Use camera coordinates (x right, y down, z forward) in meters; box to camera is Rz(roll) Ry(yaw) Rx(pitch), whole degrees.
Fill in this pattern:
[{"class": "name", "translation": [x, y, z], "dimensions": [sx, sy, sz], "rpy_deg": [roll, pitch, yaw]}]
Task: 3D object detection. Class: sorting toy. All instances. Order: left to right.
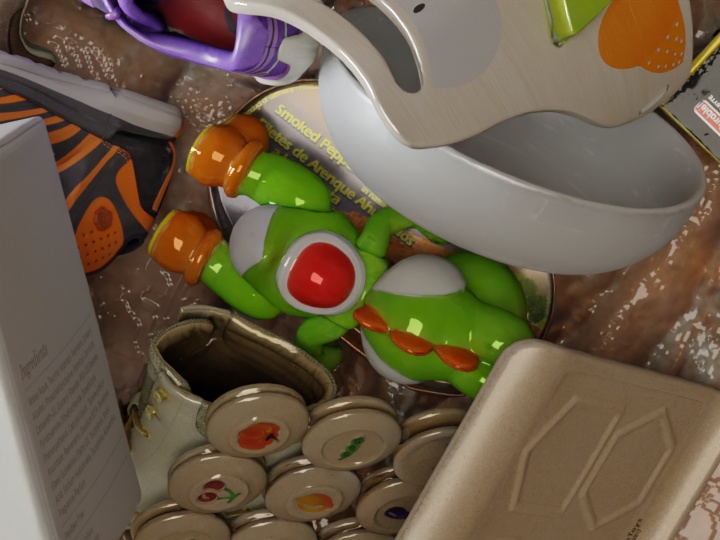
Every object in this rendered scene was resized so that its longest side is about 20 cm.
[{"class": "sorting toy", "translation": [0.036, -0.134, 1.105], "dimensions": [0.200, 0.180, 0.107], "rpy_deg": [39, 145, 19]}, {"class": "sorting toy", "translation": [0.091, 0.125, 1.204], "dimensions": [0.036, 0.200, 0.186], "rpy_deg": [37, 102, 38]}]

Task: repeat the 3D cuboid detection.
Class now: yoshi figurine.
[{"class": "yoshi figurine", "translation": [0.003, 0.003, 1.200], "dimensions": [0.199, 0.113, 0.112], "rpy_deg": [29, 57, 14]}]

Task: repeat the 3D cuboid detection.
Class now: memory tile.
[{"class": "memory tile", "translation": [-0.036, 0.125, 1.204], "dimensions": [0.152, 0.017, 0.200], "rpy_deg": [9, 138, -26]}]

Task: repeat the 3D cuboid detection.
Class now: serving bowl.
[{"class": "serving bowl", "translation": [0.066, -0.054, 1.161], "dimensions": [0.199, 0.200, 0.066], "rpy_deg": [24, 113, 2]}]

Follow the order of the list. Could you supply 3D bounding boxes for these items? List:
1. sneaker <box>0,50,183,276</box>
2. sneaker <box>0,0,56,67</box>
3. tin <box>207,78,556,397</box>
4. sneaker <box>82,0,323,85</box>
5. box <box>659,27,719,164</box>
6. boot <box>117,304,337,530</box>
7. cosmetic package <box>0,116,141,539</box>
[{"class": "sneaker", "translation": [-0.185, -0.051, 1.199], "dimensions": [0.199, 0.077, 0.113], "rpy_deg": [15, 89, -28]}, {"class": "sneaker", "translation": [-0.171, -0.199, 1.234], "dimensions": [0.075, 0.070, 0.201], "rpy_deg": [14, 105, -13]}, {"class": "tin", "translation": [0.013, -0.019, 1.247], "dimensions": [0.200, 0.042, 0.112], "rpy_deg": [38, 104, -1]}, {"class": "sneaker", "translation": [-0.110, -0.153, 1.145], "dimensions": [0.199, 0.083, 0.081], "rpy_deg": [27, 107, 21]}, {"class": "box", "translation": [0.274, -0.076, 1.207], "dimensions": [0.200, 0.049, 0.160], "rpy_deg": [44, 98, -2]}, {"class": "boot", "translation": [-0.116, 0.076, 1.215], "dimensions": [0.199, 0.072, 0.155], "rpy_deg": [13, 144, -1]}, {"class": "cosmetic package", "translation": [-0.213, 0.054, 1.078], "dimensions": [0.166, 0.166, 0.201], "rpy_deg": [-11, 101, 9]}]
